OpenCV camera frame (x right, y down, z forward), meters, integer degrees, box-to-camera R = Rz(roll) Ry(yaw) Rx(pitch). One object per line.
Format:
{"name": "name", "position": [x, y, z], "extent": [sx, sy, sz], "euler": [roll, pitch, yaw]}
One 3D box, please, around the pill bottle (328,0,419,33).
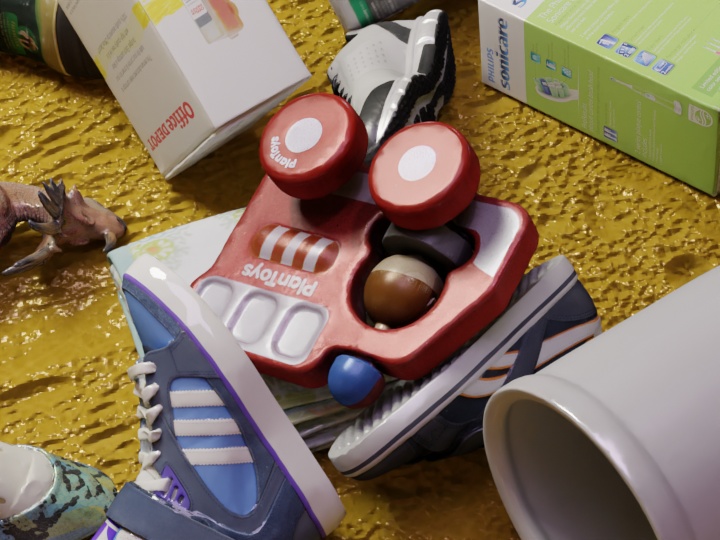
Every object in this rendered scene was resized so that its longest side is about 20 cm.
{"name": "pill bottle", "position": [0.053, -0.262, 1.557], "extent": [0.200, 0.113, 0.113], "euler": [-29, 50, 1]}

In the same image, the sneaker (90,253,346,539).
{"name": "sneaker", "position": [-0.117, 0.108, 1.248], "extent": [0.146, 0.081, 0.200], "euler": [-36, 93, -11]}

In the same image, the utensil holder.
{"name": "utensil holder", "position": [0.197, 0.093, 1.226], "extent": [0.200, 0.170, 0.170], "euler": [-30, 52, -23]}

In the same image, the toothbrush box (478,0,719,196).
{"name": "toothbrush box", "position": [0.202, -0.161, 1.502], "extent": [0.200, 0.086, 0.146], "euler": [29, 57, 26]}

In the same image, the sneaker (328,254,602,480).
{"name": "sneaker", "position": [0.074, 0.076, 1.294], "extent": [0.200, 0.078, 0.080], "euler": [-38, 98, -25]}

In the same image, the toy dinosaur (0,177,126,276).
{"name": "toy dinosaur", "position": [-0.263, -0.019, 1.427], "extent": [0.200, 0.086, 0.135], "euler": [-40, 63, -20]}

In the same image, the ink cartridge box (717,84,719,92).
{"name": "ink cartridge box", "position": [0.343, -0.160, 1.380], "extent": [0.145, 0.200, 0.084], "euler": [8, 33, -53]}

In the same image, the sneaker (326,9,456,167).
{"name": "sneaker", "position": [0.014, -0.112, 1.478], "extent": [0.080, 0.074, 0.200], "euler": [-3, 27, 13]}

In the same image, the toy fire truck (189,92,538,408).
{"name": "toy fire truck", "position": [0.000, 0.000, 1.303], "extent": [0.200, 0.112, 0.168], "euler": [17, 69, 34]}

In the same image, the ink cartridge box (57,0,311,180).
{"name": "ink cartridge box", "position": [-0.133, -0.177, 1.453], "extent": [0.083, 0.145, 0.200], "euler": [-31, 91, -21]}

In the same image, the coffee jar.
{"name": "coffee jar", "position": [-0.251, -0.206, 1.585], "extent": [0.199, 0.085, 0.104], "euler": [14, 52, 17]}

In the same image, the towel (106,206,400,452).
{"name": "towel", "position": [-0.055, 0.036, 1.380], "extent": [0.171, 0.048, 0.200], "euler": [-16, 49, -13]}

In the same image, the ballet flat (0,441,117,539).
{"name": "ballet flat", "position": [-0.247, 0.130, 1.299], "extent": [0.199, 0.074, 0.074], "euler": [-3, 48, 2]}
